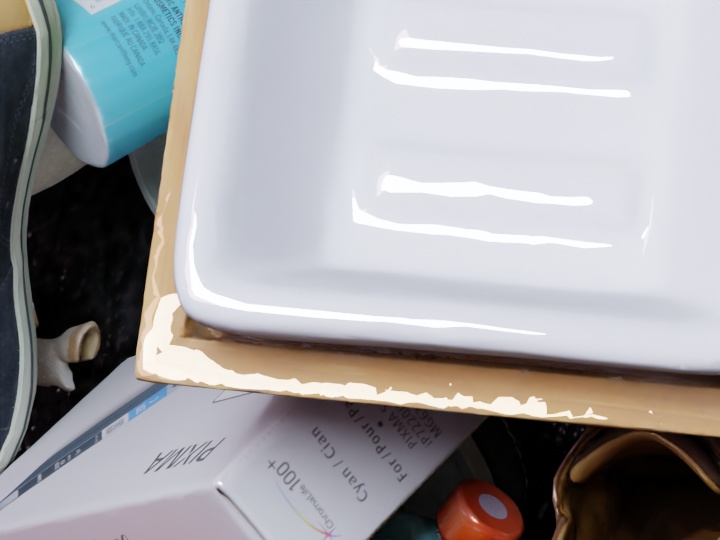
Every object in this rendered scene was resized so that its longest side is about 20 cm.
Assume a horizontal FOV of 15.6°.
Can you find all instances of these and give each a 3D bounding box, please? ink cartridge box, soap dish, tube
[{"bbox_3d":[-0.068,0.081,0.726,0.176,0.045,0.200,-45,13,-29],"label":"ink cartridge box"},{"bbox_3d":[0.037,-0.056,0.638,0.156,0.081,0.201,5,71,7],"label":"soap dish"},{"bbox_3d":[-0.012,-0.101,0.821,0.199,0.051,0.077,-32,55,-21],"label":"tube"}]

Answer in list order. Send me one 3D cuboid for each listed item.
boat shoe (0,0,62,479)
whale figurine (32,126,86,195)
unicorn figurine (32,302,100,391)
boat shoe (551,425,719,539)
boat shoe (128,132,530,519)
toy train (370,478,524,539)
[{"bbox_3d":[-0.135,-0.003,0.791,0.074,0.062,0.201,31,127,27],"label":"boat shoe"},{"bbox_3d":[-0.169,-0.085,0.876,0.198,0.104,0.160,-1,35,13],"label":"whale figurine"},{"bbox_3d":[-0.153,0.027,0.895,0.137,0.074,0.201,16,79,32],"label":"unicorn figurine"},{"bbox_3d":[0.088,0.061,0.672,0.072,0.068,0.200,-11,31,34],"label":"boat shoe"},{"bbox_3d":[0.000,0.000,0.807,0.060,0.076,0.200,-21,57,-26],"label":"boat shoe"},{"bbox_3d":[-0.017,0.148,0.708,0.150,0.055,0.201,-17,57,60],"label":"toy train"}]
